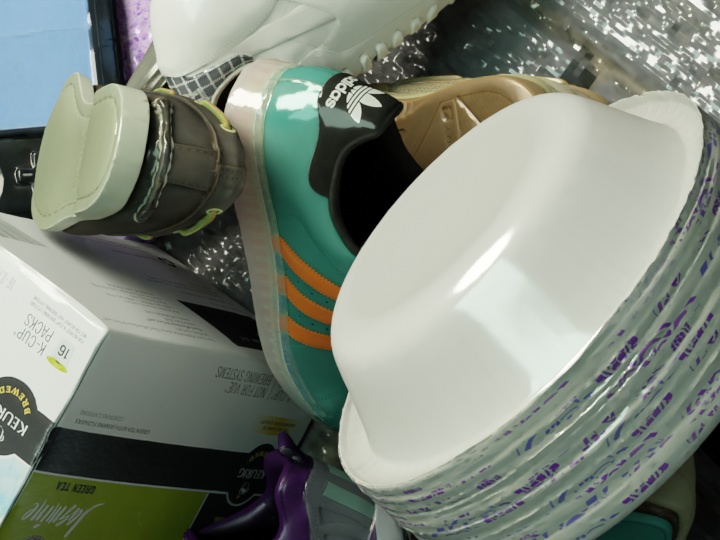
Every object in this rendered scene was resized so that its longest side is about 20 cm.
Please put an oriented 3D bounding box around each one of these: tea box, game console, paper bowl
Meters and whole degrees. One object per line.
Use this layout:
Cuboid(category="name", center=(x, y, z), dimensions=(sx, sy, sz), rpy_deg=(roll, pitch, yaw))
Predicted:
Cuboid(category="tea box", center=(-0.149, 0.089, 1.155), dimensions=(0.133, 0.200, 0.198), rpy_deg=(33, 98, 28))
Cuboid(category="game console", center=(-0.197, -0.129, 1.189), dimensions=(0.171, 0.119, 0.201), rpy_deg=(-5, 78, -9))
Cuboid(category="paper bowl", center=(0.067, 0.012, 0.985), dimensions=(0.201, 0.201, 0.104), rpy_deg=(-42, 108, 17))

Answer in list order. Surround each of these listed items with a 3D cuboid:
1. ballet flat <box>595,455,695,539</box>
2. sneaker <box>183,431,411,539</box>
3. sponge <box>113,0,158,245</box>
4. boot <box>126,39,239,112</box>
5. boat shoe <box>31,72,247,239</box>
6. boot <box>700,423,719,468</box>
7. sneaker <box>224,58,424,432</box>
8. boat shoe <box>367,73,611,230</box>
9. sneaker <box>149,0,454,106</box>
Cuboid(category="ballet flat", center=(0.098, 0.117, 1.051), dimensions=(0.070, 0.069, 0.200), rpy_deg=(58, 154, 23))
Cuboid(category="sneaker", center=(-0.070, 0.162, 1.156), dimensions=(0.200, 0.087, 0.074), rpy_deg=(-50, 27, 7))
Cuboid(category="sponge", center=(-0.136, -0.109, 1.276), dimensions=(0.111, 0.030, 0.201), rpy_deg=(-33, 68, 21))
Cuboid(category="boot", center=(-0.080, -0.159, 1.227), dimensions=(0.130, 0.068, 0.201), rpy_deg=(31, 81, 31))
Cuboid(category="boat shoe", center=(-0.101, -0.046, 1.102), dimensions=(0.201, 0.060, 0.072), rpy_deg=(-165, 87, -73))
Cuboid(category="boot", center=(0.166, 0.094, 1.048), dimensions=(0.157, 0.079, 0.212), rpy_deg=(28, 89, 24))
Cuboid(category="sneaker", center=(0.000, 0.000, 1.105), dimensions=(0.079, 0.201, 0.071), rpy_deg=(13, 47, 32))
Cuboid(category="boat shoe", center=(0.029, -0.053, 1.158), dimensions=(0.199, 0.064, 0.072), rpy_deg=(0, 96, 45))
Cuboid(category="sneaker", center=(-0.002, -0.127, 1.145), dimensions=(0.199, 0.076, 0.081), rpy_deg=(-16, 96, -16))
